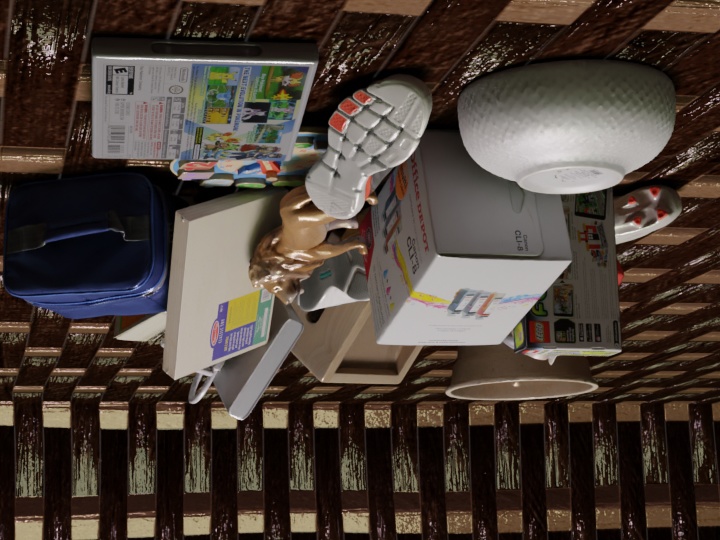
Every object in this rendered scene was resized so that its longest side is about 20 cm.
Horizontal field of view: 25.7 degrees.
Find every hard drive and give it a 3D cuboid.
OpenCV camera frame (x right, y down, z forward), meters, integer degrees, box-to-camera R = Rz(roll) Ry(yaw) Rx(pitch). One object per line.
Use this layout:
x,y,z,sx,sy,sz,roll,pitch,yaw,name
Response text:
-0.133,0.074,1.843,0.026,0.132,0.200,28,-170,-26,hard drive

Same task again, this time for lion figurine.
-0.053,-0.046,1.597,0.122,0.073,0.200,-11,148,-11,lion figurine

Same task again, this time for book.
-0.236,0.001,1.821,0.048,0.134,0.200,6,167,-20,book

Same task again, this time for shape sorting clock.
-0.087,-0.108,1.547,0.199,0.039,0.200,-1,169,0,shape sorting clock

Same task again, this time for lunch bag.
-0.274,-0.026,1.674,0.200,0.136,0.132,-6,168,17,lunch bag

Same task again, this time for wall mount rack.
-0.167,0.055,1.791,0.074,0.200,0.174,28,178,-16,wall mount rack

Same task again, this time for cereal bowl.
0.186,-0.120,1.422,0.200,0.084,0.200,-1,168,0,cereal bowl

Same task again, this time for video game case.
-0.138,-0.143,1.351,0.182,0.022,0.200,0,160,-10,video game case

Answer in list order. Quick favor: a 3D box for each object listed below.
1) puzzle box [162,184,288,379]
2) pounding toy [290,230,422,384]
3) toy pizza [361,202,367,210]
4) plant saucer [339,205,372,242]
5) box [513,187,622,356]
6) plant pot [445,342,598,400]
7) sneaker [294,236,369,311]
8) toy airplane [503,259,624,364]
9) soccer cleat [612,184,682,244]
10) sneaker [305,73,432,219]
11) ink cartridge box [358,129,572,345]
-0.144,0.011,1.665,0.133,0.200,0.025,-20,-138,-40,puzzle box
-0.023,0.053,1.948,0.184,0.200,0.142,7,-150,-50,pounding toy
-0.089,-0.048,1.774,0.200,0.032,0.200,-11,171,-2,toy pizza
0.068,-0.056,1.783,0.200,0.036,0.200,-9,170,-2,plant saucer
0.212,-0.013,1.651,0.110,0.200,0.035,3,168,-15,box
0.207,0.068,2.083,0.200,0.184,0.200,-2,168,0,plant pot
0.000,0.000,1.763,0.080,0.071,0.200,-9,178,-31,sneaker
0.186,0.030,1.862,0.199,0.141,0.200,18,-139,33,toy airplane
0.266,-0.052,1.789,0.200,0.069,0.078,-12,170,17,soccer cleat
0.014,-0.127,1.437,0.077,0.082,0.200,43,142,-2,sneaker
0.101,-0.030,1.583,0.144,0.146,0.200,2,152,-19,ink cartridge box
